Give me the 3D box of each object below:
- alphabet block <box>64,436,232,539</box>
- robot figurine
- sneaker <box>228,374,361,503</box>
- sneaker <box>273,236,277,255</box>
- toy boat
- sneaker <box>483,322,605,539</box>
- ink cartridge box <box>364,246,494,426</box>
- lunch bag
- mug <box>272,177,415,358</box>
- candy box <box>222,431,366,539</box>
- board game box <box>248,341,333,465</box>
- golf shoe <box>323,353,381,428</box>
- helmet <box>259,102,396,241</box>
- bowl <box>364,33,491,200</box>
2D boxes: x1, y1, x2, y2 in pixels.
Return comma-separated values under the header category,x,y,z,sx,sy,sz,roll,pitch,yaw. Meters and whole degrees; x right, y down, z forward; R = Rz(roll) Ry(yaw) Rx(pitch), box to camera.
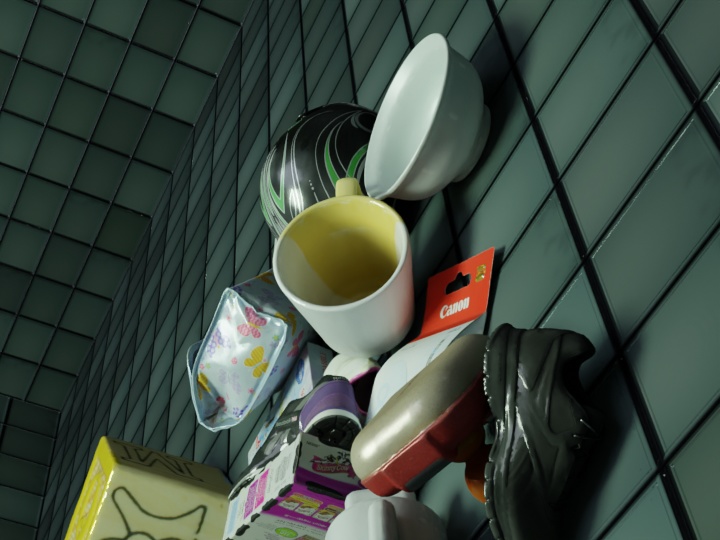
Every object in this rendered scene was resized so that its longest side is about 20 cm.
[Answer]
category,x,y,z,sx,sy,sz,roll,pitch,yaw
alphabet block,-0.313,0.379,1.784,0.196,0.200,0.196,-70,18,-2
robot figurine,0.027,0.279,1.049,0.200,0.113,0.170,-97,-5,-54
sneaker,-0.070,0.194,1.332,0.200,0.076,0.088,-42,31,27
sneaker,-0.064,-0.077,1.743,0.201,0.076,0.115,-70,16,-6
toy boat,0.087,0.142,1.015,0.130,0.131,0.200,-43,-3,24
sneaker,0.144,0.138,0.921,0.091,0.076,0.201,-4,83,24
ink cartridge box,0.070,0.080,1.239,0.160,0.047,0.200,151,134,-64
lunch bag,-0.146,0.109,1.622,0.200,0.127,0.170,-66,-14,21
mug,0.004,0.007,1.343,0.187,0.149,0.153,-57,-30,-23
candy box,-0.046,0.251,1.254,0.200,0.136,0.061,-48,26,48
board game box,-0.085,0.227,1.541,0.200,0.041,0.200,-62,19,24
golf shoe,-0.024,0.189,1.360,0.091,0.075,0.200,-6,66,66
helmet,-0.031,-0.094,1.517,0.191,0.200,0.200,-60,12,-29
bowl,0.087,-0.161,1.373,0.201,0.090,0.201,-55,24,40
